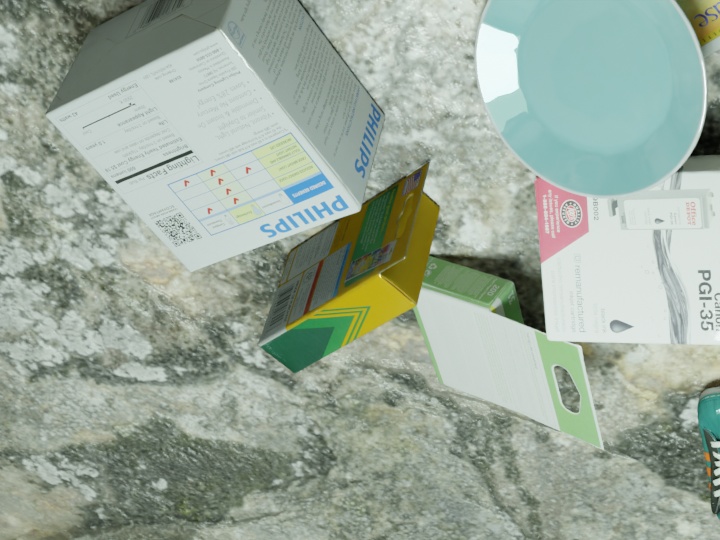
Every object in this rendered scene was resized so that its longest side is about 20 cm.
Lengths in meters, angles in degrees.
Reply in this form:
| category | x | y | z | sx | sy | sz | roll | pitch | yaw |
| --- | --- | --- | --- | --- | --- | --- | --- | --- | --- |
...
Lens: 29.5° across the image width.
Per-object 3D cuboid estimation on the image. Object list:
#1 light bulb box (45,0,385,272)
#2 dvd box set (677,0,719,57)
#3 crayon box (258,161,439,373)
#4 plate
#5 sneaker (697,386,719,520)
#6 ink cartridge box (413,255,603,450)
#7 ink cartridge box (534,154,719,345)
| category | x | y | z | sx | sy | sz | roll | pitch | yaw |
| --- | --- | --- | --- | --- | --- | --- | --- | --- | --- |
| light bulb box | -0.118 | -0.130 | 1.157 | 0.197 | 0.125 | 0.200 | -18 | 128 | 31 |
| dvd box set | 0.242 | -0.257 | 0.982 | 0.146 | 0.030 | 0.200 | -28 | 121 | 37 |
| crayon box | 0.000 | 0.000 | 1.252 | 0.051 | 0.126 | 0.199 | 38 | 133 | -23 |
| plate | 0.179 | -0.153 | 1.062 | 0.199 | 0.026 | 0.202 | 20 | 126 | 30 |
| sneaker | 0.382 | 0.202 | 1.371 | 0.071 | 0.080 | 0.201 | -8 | 131 | 25 |
| ink cartridge box | 0.144 | 0.075 | 1.286 | 0.199 | 0.048 | 0.146 | 18 | 143 | 36 |
| ink cartridge box | 0.254 | -0.018 | 1.126 | 0.198 | 0.083 | 0.148 | 0 | 102 | 28 |
